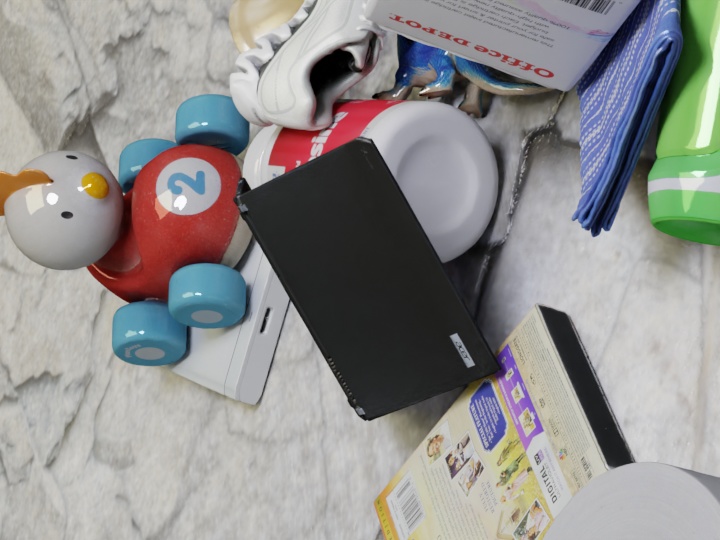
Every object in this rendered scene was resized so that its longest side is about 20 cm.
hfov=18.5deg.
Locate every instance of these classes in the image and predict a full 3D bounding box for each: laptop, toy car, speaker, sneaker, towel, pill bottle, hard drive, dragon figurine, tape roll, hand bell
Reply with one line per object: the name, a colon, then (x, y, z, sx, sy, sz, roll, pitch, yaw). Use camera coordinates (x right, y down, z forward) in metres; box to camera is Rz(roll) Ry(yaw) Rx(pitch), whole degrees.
laptop: (0.000, 0.000, 1.496, 0.103, 0.177, 0.200, -29, 7, 2)
toy car: (-0.202, -0.048, 1.744, 0.177, 0.200, 0.185, -31, 51, 47)
speaker: (0.219, -0.118, 1.274, 0.088, 0.088, 0.200, -2, 75, 57)
sneaker: (-0.006, -0.179, 1.549, 0.081, 0.075, 0.200, 22, 76, 48)
towel: (0.158, -0.128, 1.337, 0.200, 0.024, 0.145, -84, 11, -57)
pill bottle: (0.000, -0.065, 1.569, 0.200, 0.112, 0.113, 8, 83, 58)
hard drive: (-0.121, 0.025, 1.800, 0.200, 0.027, 0.132, 17, 91, 59)
dragon figurine: (0.063, -0.163, 1.562, 0.200, 0.059, 0.100, 2, 79, 59)
tape roll: (0.169, 0.210, 1.225, 0.200, 0.066, 0.201, -32, 50, 48)
hand bell: (-0.004, -0.227, 1.651, 0.200, 0.104, 0.104, -43, 43, 41)

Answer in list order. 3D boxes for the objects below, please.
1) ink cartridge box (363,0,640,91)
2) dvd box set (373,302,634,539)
ink cartridge box: (0.097, -0.199, 1.338, 0.200, 0.145, 0.084, 124, 165, -71)
dvd box set: (0.088, 0.141, 1.414, 0.200, 0.029, 0.146, -54, 37, 29)
